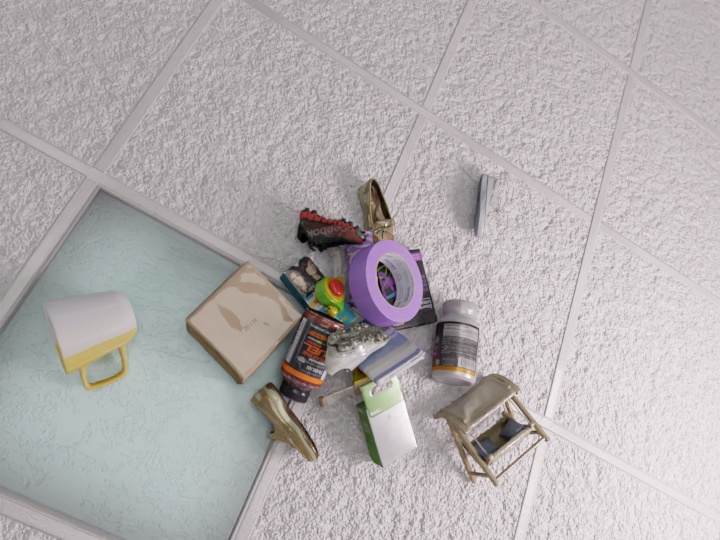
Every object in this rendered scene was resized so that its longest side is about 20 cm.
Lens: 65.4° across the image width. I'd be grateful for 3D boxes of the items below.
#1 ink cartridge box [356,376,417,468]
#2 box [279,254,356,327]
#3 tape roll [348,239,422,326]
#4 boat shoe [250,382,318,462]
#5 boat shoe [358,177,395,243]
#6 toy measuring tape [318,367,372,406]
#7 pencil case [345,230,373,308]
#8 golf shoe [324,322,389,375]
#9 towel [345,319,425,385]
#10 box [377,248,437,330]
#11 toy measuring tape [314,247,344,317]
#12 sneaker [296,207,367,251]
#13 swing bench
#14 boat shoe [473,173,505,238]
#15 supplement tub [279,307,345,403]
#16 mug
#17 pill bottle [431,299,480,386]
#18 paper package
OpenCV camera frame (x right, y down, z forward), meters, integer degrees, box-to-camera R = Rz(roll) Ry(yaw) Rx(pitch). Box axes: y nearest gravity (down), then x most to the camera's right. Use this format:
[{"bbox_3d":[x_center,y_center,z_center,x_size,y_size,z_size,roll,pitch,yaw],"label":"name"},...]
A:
[{"bbox_3d":[0.055,0.343,1.321,0.102,0.059,0.204,-20,99,-26],"label":"ink cartridge box"},{"bbox_3d":[-0.104,0.066,1.379,0.082,0.049,0.201,-39,91,-26],"label":"box"},{"bbox_3d":[0.064,0.031,1.368,0.198,0.065,0.204,17,64,-39],"label":"tape roll"},{"bbox_3d":[-0.174,0.355,1.265,0.076,0.072,0.201,-36,81,-11],"label":"boat shoe"},{"bbox_3d":[0.046,-0.144,1.491,0.072,0.063,0.204,-16,81,-24],"label":"boat shoe"},{"bbox_3d":[-0.017,0.263,1.339,0.197,0.074,0.075,-20,82,-19],"label":"toy measuring tape"},{"bbox_3d":[0.000,0.000,1.425,0.083,0.084,0.204,-5,74,0],"label":"pencil case"},{"bbox_3d":[-0.014,0.180,1.281,0.078,0.099,0.198,34,24,34],"label":"golf shoe"},{"bbox_3d":[0.040,0.186,1.344,0.145,0.199,0.024,-28,130,-25],"label":"towel"},{"bbox_3d":[0.114,0.051,1.474,0.140,0.036,0.204,-9,79,-23],"label":"box"},{"bbox_3d":[-0.075,0.019,1.337,0.072,0.074,0.203,10,52,-17],"label":"toy measuring tape"},{"bbox_3d":[-0.077,-0.085,1.390,0.197,0.071,0.100,17,78,25],"label":"sneaker"},{"bbox_3d":[0.324,0.389,1.401,0.197,0.130,0.202,-29,85,-25],"label":"swing bench"},{"bbox_3d":[0.378,-0.181,1.619,0.084,0.075,0.206,11,63,1],"label":"boat shoe"},{"bbox_3d":[-0.117,0.197,1.287,0.105,0.107,0.203,23,89,-12],"label":"supplement tub"},{"bbox_3d":[-0.552,0.127,1.165,0.151,0.189,0.149,-20,49,-33],"label":"mug"},{"bbox_3d":[0.247,0.185,1.440,0.114,0.116,0.204,15,69,-15],"label":"pill bottle"},{"bbox_3d":[-0.266,0.119,1.274,0.191,0.103,0.200,45,65,-3],"label":"paper package"}]
